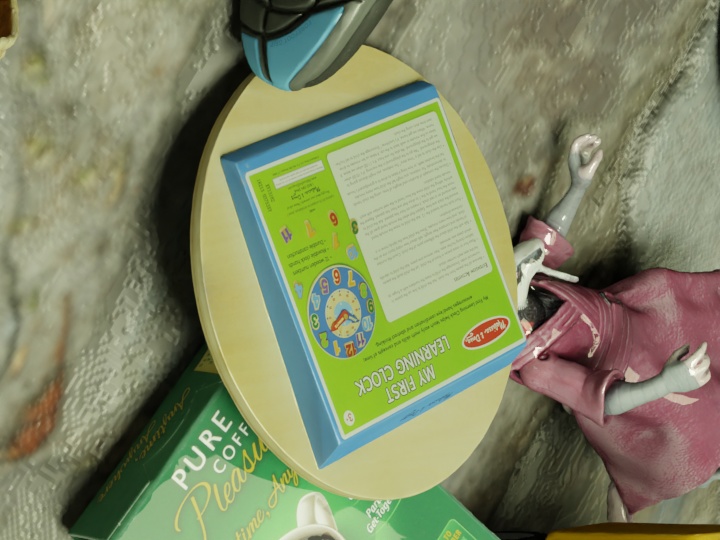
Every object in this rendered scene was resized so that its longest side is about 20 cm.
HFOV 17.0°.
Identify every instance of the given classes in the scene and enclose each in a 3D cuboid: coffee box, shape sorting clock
[{"bbox_3d":[-0.020,0.127,1.061,0.200,0.044,0.123,43,70,-27],"label":"coffee box"},{"bbox_3d":[0.000,0.000,1.042,0.200,0.039,0.200,17,66,-43],"label":"shape sorting clock"}]

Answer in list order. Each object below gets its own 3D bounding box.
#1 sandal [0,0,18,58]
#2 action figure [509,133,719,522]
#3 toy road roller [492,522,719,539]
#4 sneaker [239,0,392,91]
[{"bbox_3d":[-0.153,-0.097,0.846,0.078,0.070,0.212,-9,113,-45],"label":"sandal"},{"bbox_3d":[0.108,0.032,1.196,0.200,0.134,0.149,20,134,-38],"label":"action figure"},{"bbox_3d":[0.140,0.184,1.194,0.146,0.200,0.123,-2,88,-45],"label":"toy road roller"},{"bbox_3d":[0.022,-0.156,1.010,0.082,0.073,0.200,38,79,-50],"label":"sneaker"}]
